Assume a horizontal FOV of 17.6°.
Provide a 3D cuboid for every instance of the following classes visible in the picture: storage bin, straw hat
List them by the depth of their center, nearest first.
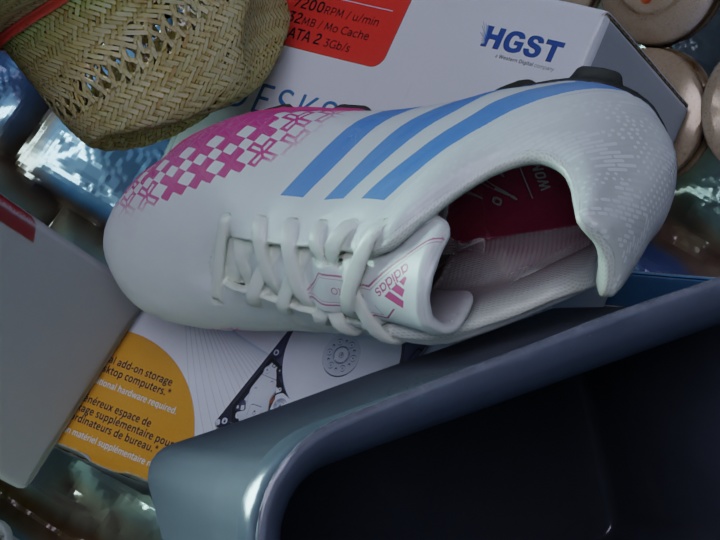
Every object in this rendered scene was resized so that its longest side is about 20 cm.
[{"bbox_3d":[0.042,0.082,0.664,0.199,0.134,0.147,-18,101,-25],"label":"storage bin"},{"bbox_3d":[-0.073,-0.088,0.788,0.200,0.201,0.085,-36,97,-7],"label":"straw hat"}]

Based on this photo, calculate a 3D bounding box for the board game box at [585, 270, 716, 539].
[{"bbox_3d":[0.085,0.100,0.780,0.150,0.047,0.201,6,68,43],"label":"board game box"}]

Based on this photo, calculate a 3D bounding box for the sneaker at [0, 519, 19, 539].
[{"bbox_3d":[-0.133,0.102,0.827,0.198,0.074,0.117,-1,74,7],"label":"sneaker"}]

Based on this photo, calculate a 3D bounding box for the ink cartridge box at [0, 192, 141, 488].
[{"bbox_3d":[-0.193,-0.024,0.803,0.199,0.144,0.084,30,86,38],"label":"ink cartridge box"}]

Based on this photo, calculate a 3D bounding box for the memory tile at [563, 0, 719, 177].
[{"bbox_3d":[0.088,-0.108,0.848,0.199,0.017,0.155,4,86,35],"label":"memory tile"}]

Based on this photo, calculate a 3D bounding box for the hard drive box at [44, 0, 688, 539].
[{"bbox_3d":[0.000,0.000,0.809,0.155,0.077,0.201,16,77,36],"label":"hard drive box"}]

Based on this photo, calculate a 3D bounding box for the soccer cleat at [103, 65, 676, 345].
[{"bbox_3d":[-0.002,-0.011,0.709,0.199,0.070,0.087,-13,31,25],"label":"soccer cleat"}]
